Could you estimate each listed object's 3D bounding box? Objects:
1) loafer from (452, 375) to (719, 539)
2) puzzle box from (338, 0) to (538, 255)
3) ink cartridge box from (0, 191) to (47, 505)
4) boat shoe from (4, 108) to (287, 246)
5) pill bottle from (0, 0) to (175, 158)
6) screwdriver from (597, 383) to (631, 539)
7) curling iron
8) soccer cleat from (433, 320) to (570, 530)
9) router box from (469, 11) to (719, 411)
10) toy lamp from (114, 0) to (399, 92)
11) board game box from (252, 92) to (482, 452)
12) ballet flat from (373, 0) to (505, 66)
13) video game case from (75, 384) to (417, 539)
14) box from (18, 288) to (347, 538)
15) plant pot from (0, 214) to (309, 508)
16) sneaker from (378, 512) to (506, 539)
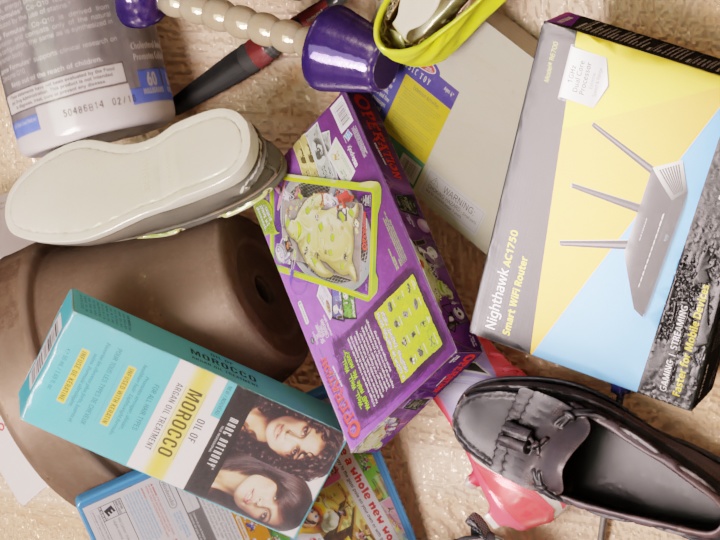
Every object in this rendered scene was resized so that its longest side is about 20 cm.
[{"bbox_3d":[0.145,0.115,1.606,0.199,0.063,0.072,20,97,15],"label":"loafer"},{"bbox_3d":[0.077,-0.093,1.657,0.200,0.025,0.134,41,125,23],"label":"puzzle box"},{"bbox_3d":[-0.248,0.056,1.933,0.115,0.068,0.201,-38,78,39],"label":"ink cartridge box"},{"bbox_3d":[-0.143,-0.053,1.732,0.200,0.060,0.073,-14,67,27],"label":"boat shoe"},{"bbox_3d":[-0.202,-0.186,1.792,0.113,0.113,0.202,-14,90,40],"label":"pill bottle"},{"bbox_3d":[0.160,0.091,1.650,0.029,0.028,0.201,-128,38,-53],"label":"screwdriver"},{"bbox_3d":[-0.068,-0.155,1.759,0.200,0.025,0.050,-39,57,44],"label":"curling iron"},{"bbox_3d":[0.076,0.072,1.690,0.076,0.067,0.201,-33,78,16],"label":"soccer cleat"},{"bbox_3d":[0.160,-0.036,1.560,0.148,0.051,0.202,19,110,18],"label":"router box"},{"bbox_3d":[-0.065,-0.158,1.692,0.199,0.058,0.059,21,115,27],"label":"toy lamp"},{"bbox_3d":[0.000,0.000,1.675,0.120,0.032,0.201,-42,58,35],"label":"board game box"},{"bbox_3d":[0.077,-0.196,1.579,0.200,0.067,0.067,-47,72,27],"label":"ballet flat"},{"bbox_3d":[-0.072,0.174,1.751,0.018,0.199,0.144,-127,14,-73],"label":"video game case"},{"bbox_3d":[-0.114,0.093,1.685,0.199,0.049,0.083,25,102,-15],"label":"box"},{"bbox_3d":[-0.134,0.045,1.779,0.174,0.200,0.201,-27,85,23],"label":"plant pot"},{"bbox_3d":[0.050,0.237,1.731,0.140,0.078,0.200,42,122,10],"label":"sneaker"}]
